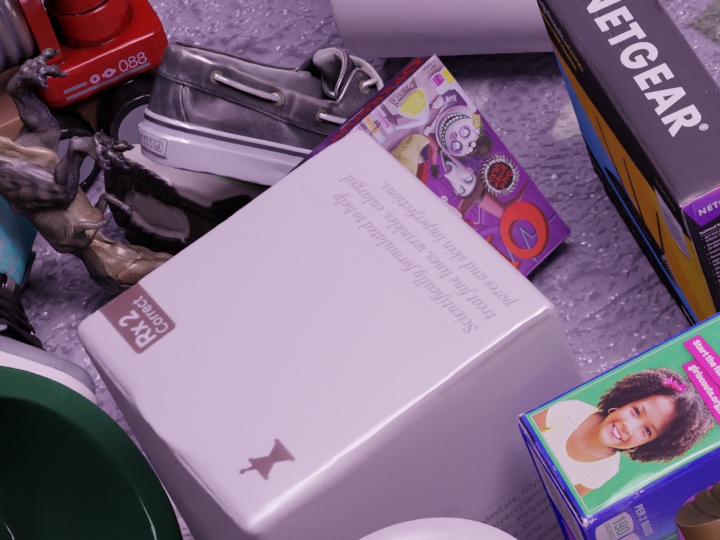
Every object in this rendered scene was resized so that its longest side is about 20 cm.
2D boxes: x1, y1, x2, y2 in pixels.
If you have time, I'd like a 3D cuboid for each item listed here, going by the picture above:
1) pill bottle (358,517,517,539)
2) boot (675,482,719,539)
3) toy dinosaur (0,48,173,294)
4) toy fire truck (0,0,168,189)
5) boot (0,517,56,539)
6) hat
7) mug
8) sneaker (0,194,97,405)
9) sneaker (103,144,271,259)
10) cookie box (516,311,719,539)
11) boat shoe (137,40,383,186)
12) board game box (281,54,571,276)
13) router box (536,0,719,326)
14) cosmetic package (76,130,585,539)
[{"bbox_3d":[0.048,0.201,1.187,0.116,0.200,0.116,-12,45,12],"label":"pill bottle"},{"bbox_3d":[0.235,0.145,1.165,0.175,0.200,0.066,-28,11,1],"label":"boot"},{"bbox_3d":[-0.168,-0.061,1.539,0.088,0.200,0.047,-46,6,39],"label":"toy dinosaur"},{"bbox_3d":[-0.197,-0.128,1.604,0.176,0.200,0.129,-24,42,-9],"label":"toy fire truck"},{"bbox_3d":[-0.219,0.130,1.471,0.200,0.075,0.107,26,67,38],"label":"boot"},{"bbox_3d":[-0.200,0.150,1.397,0.165,0.176,0.200,-12,69,-42],"label":"hat"},{"bbox_3d":[0.083,-0.197,1.603,0.153,0.150,0.187,8,58,20],"label":"mug"},{"bbox_3d":[-0.197,0.014,1.567,0.200,0.084,0.121,15,65,35],"label":"sneaker"},{"bbox_3d":[-0.043,-0.039,1.559,0.200,0.077,0.089,23,47,34],"label":"sneaker"},{"bbox_3d":[0.188,0.088,1.257,0.200,0.171,0.075,-28,46,-3],"label":"cookie box"},{"bbox_3d":[-0.015,-0.078,1.506,0.199,0.071,0.072,5,18,-31],"label":"boat shoe"},{"bbox_3d":[0.000,0.000,1.467,0.200,0.120,0.032,-44,18,-19],"label":"board game box"},{"bbox_3d":[0.153,-0.049,1.419,0.051,0.149,0.200,-25,43,-2],"label":"router box"},{"bbox_3d":[0.006,0.084,1.319,0.165,0.200,0.165,-35,45,-11],"label":"cosmetic package"}]
